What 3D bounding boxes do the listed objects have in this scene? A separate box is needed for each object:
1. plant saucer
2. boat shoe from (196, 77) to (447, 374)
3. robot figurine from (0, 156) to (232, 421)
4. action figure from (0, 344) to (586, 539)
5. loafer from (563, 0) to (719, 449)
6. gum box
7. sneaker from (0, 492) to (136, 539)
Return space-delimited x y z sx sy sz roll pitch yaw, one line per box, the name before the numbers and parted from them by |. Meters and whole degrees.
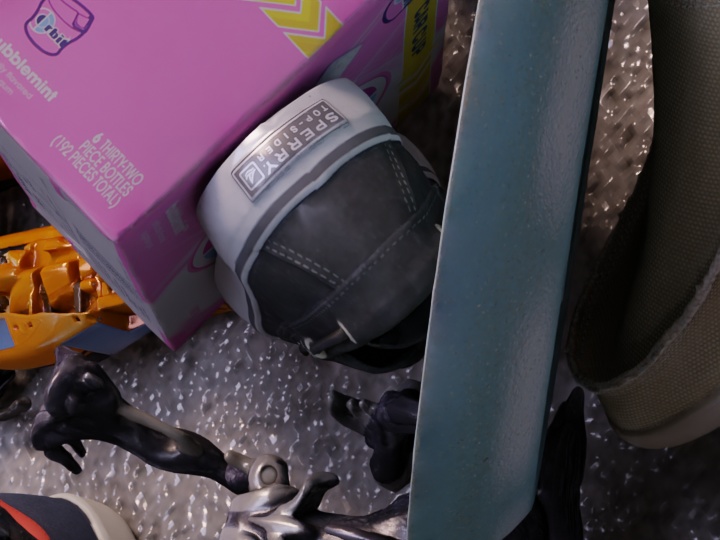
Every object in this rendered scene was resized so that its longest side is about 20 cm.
plant saucer | 0.039 -0.026 0.643 0.027 0.200 0.202 8 82 5
boat shoe | 0.000 0.000 0.738 0.069 0.200 0.057 -42 82 1
robot figurine | -0.118 -0.025 0.929 0.199 0.058 0.146 -12 69 42
action figure | -0.002 0.080 0.761 0.199 0.102 0.120 14 79 19
loafer | 0.090 -0.050 0.632 0.076 0.068 0.201 -98 30 -61
gum box | -0.037 -0.051 0.751 0.113 0.200 0.066 -44 83 -6
sneaker | -0.099 0.157 0.839 0.075 0.084 0.201 -40 54 29
